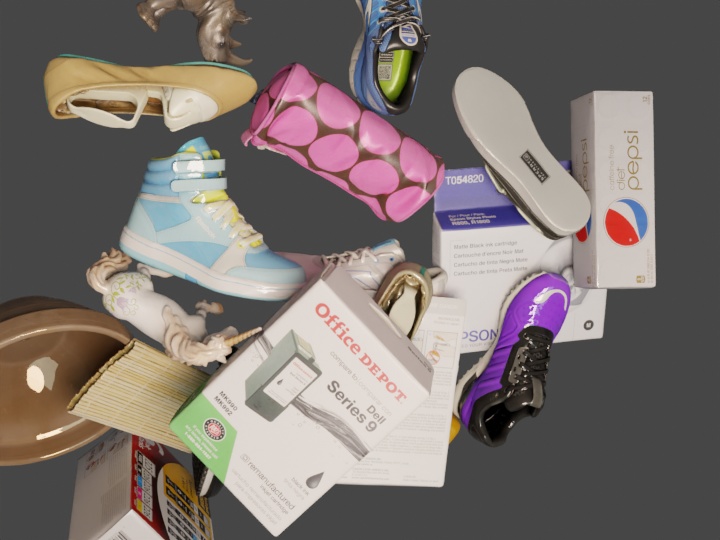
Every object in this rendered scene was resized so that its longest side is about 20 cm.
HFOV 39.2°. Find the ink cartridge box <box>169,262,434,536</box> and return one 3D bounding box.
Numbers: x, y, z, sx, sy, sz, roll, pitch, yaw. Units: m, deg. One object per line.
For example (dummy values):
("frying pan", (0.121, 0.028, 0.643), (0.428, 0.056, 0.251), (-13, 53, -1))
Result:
("ink cartridge box", (-0.051, 0.114, 0.922), (0.200, 0.084, 0.146), (-44, 93, 12))

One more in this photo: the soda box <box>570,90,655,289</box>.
("soda box", (0.262, -0.082, 1.053), (0.067, 0.064, 0.202), (-1, 89, -11))

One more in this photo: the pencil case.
("pencil case", (-0.015, -0.120, 0.999), (0.199, 0.091, 0.094), (30, 100, -22))

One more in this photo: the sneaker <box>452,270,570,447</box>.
("sneaker", (0.174, 0.102, 1.066), (0.069, 0.100, 0.201), (19, 110, -23))

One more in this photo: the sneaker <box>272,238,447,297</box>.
("sneaker", (0.000, 0.000, 1.045), (0.198, 0.075, 0.087), (15, 112, -19))

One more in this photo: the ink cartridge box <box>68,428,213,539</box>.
("ink cartridge box", (-0.205, 0.272, 1.029), (0.084, 0.200, 0.176), (-38, 112, 2))

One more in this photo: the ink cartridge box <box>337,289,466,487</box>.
("ink cartridge box", (0.019, 0.121, 1.049), (0.161, 0.057, 0.202), (6, 91, -15))

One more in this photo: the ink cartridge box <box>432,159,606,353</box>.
("ink cartridge box", (0.175, -0.014, 1.101), (0.197, 0.041, 0.202), (-6, 110, -10))

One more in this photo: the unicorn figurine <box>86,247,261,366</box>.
("unicorn figurine", (-0.178, 0.045, 0.970), (0.198, 0.137, 0.075), (19, 100, 7))

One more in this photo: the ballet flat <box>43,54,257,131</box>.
("ballet flat", (-0.197, -0.160, 0.954), (0.198, 0.069, 0.064), (2, 64, -7))

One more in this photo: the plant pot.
("plant pot", (-0.318, 0.091, 0.980), (0.199, 0.093, 0.202), (-21, 144, -17))

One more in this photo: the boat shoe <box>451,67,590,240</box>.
("boat shoe", (0.155, -0.115, 1.044), (0.070, 0.064, 0.201), (-34, 89, -18))

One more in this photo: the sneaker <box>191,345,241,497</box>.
("sneaker", (-0.116, 0.166, 1.048), (0.089, 0.070, 0.201), (7, 126, -21))

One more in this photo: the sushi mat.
("sushi mat", (-0.200, 0.133, 1.028), (0.096, 0.012, 0.200), (-44, 145, 6))

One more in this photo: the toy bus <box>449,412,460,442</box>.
("toy bus", (0.010, 0.135, 1.102), (0.200, 0.065, 0.078), (39, 97, -21))

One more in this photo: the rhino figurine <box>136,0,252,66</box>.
("rhino figurine", (-0.171, -0.262, 0.931), (0.088, 0.060, 0.200), (-47, 114, 1))

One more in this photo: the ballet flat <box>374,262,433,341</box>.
("ballet flat", (0.014, 0.085, 0.986), (0.069, 0.069, 0.202), (25, 91, -19))

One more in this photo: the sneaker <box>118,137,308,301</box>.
("sneaker", (-0.132, -0.053, 0.970), (0.198, 0.080, 0.132), (18, 102, 11))

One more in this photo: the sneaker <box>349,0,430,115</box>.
("sneaker", (0.036, -0.242, 0.956), (0.078, 0.089, 0.202), (-10, 117, -19))
